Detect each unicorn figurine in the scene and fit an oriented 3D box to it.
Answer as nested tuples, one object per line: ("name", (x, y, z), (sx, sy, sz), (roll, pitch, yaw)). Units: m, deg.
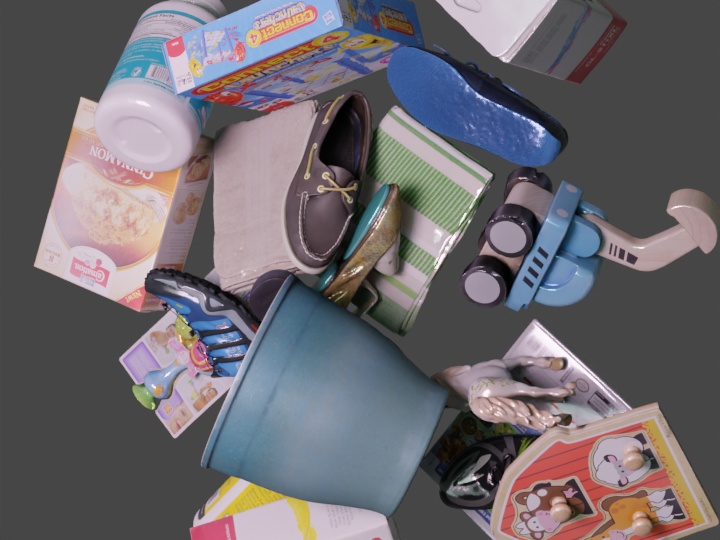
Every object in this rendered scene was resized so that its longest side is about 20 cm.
("unicorn figurine", (0.132, 0.119, 1.576), (0.136, 0.200, 0.074), (-1, 84, -1))

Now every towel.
("towel", (-0.095, -0.078, 1.724), (0.132, 0.034, 0.201), (-14, 63, 25))
("towel", (0.038, -0.053, 1.694), (0.152, 0.023, 0.201), (37, 107, 23))

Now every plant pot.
("plant pot", (-0.025, 0.134, 1.538), (0.187, 0.200, 0.201), (25, 102, 2))

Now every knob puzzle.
("knob puzzle", (0.215, 0.219, 1.518), (0.219, 0.220, 0.031), (-31, 35, 23))

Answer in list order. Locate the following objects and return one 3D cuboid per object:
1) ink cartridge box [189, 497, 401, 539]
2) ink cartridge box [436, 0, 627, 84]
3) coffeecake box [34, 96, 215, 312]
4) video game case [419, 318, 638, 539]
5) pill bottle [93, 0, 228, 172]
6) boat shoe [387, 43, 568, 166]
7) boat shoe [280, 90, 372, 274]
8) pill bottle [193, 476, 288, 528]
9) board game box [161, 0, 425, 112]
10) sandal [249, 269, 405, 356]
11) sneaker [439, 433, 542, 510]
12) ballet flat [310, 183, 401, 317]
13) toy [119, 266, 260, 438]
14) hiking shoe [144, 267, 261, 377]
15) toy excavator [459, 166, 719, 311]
("ink cartridge box", (-0.053, 0.303, 1.629), (0.199, 0.084, 0.146), (-18, 125, 0))
("ink cartridge box", (0.150, -0.260, 1.538), (0.146, 0.200, 0.083), (47, 109, 18))
("coffeecake box", (-0.261, -0.074, 1.814), (0.153, 0.073, 0.201), (21, 99, 23))
("video game case", (0.167, 0.170, 1.631), (0.143, 0.018, 0.200), (43, 107, 19))
("pill bottle", (-0.201, -0.209, 1.723), (0.110, 0.111, 0.201), (-4, 47, 26))
("boat shoe", (0.116, -0.160, 1.632), (0.200, 0.069, 0.084), (37, 119, 16))
("boat shoe", (-0.032, -0.094, 1.653), (0.061, 0.071, 0.202), (-39, 35, 53))
("pill bottle", (-0.073, 0.231, 1.697), (0.200, 0.114, 0.114), (-47, 71, 19))
("board game box", (-0.064, -0.226, 1.647), (0.199, 0.196, 0.056), (-19, 82, 26))
("sandal", (-0.033, 0.078, 1.652), (0.200, 0.043, 0.076), (35, 117, -19))
("sneaker", (0.163, 0.192, 1.576), (0.199, 0.083, 0.071), (-12, 85, 26))
("ballet flat", (0.000, 0.000, 1.670), (0.071, 0.071, 0.200), (44, 111, 20))
("toy", (-0.178, 0.081, 1.786), (0.200, 0.047, 0.115), (-43, 74, 20))
("hiking shoe", (-0.148, 0.070, 1.715), (0.199, 0.074, 0.087), (30, 93, -4))
("toy excavator", (0.221, -0.025, 1.559), (0.199, 0.100, 0.195), (26, 126, 2))
